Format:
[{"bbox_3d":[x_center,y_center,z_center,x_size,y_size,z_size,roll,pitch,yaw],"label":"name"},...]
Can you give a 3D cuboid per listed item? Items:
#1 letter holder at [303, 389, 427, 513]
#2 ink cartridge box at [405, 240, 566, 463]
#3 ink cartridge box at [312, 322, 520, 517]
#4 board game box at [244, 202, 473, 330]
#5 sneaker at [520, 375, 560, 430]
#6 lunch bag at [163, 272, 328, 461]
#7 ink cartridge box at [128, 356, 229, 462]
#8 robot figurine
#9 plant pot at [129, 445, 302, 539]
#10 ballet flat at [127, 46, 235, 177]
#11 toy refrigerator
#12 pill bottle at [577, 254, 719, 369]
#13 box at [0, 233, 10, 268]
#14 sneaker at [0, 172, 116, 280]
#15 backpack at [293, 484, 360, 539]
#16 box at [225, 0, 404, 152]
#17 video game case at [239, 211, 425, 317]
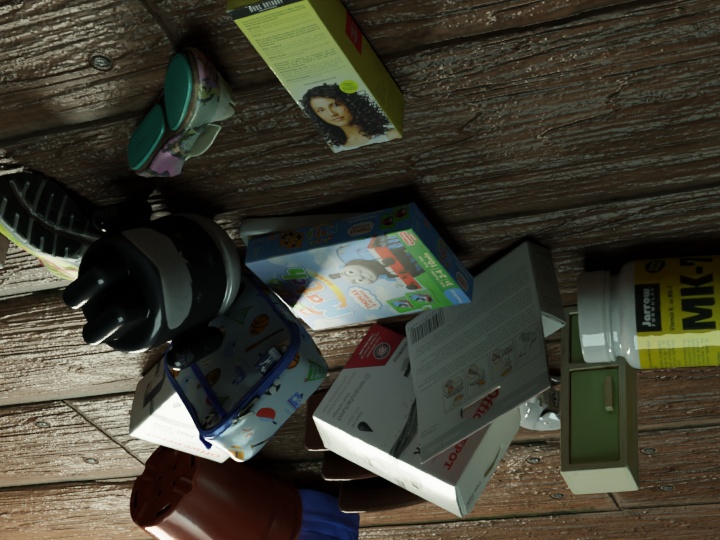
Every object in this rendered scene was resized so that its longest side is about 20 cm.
[{"bbox_3d":[0.030,0.225,1.651,0.198,0.144,0.100,-17,143,33],"label":"letter holder"},{"bbox_3d":[0.134,0.093,1.360,0.044,0.179,0.199,21,138,-34],"label":"ink cartridge box"},{"bbox_3d":[0.068,0.170,1.483,0.198,0.148,0.083,22,152,26],"label":"ink cartridge box"},{"bbox_3d":[0.000,0.000,1.352,0.197,0.037,0.151,-10,145,27],"label":"board game box"},{"bbox_3d":[0.208,0.137,1.548,0.113,0.076,0.200,13,153,-12],"label":"sneaker"},{"bbox_3d":[-0.129,0.103,1.358,0.160,0.200,0.076,-44,124,1],"label":"lunch bag"},{"bbox_3d":[-0.197,0.165,1.649,0.144,0.086,0.200,20,147,-22],"label":"ink cartridge box"},{"bbox_3d":[-0.210,0.013,1.310,0.123,0.199,0.153,13,111,29],"label":"robot figurine"},{"bbox_3d":[-0.220,0.349,1.866,0.199,0.203,0.195,-21,132,36],"label":"plant pot"},{"bbox_3d":[-0.157,-0.143,1.173,0.070,0.070,0.200,0,157,-26],"label":"ballet flat"},{"bbox_3d":[0.264,0.138,1.415,0.075,0.203,0.070,-7,146,22],"label":"toy refrigerator"},{"bbox_3d":[0.331,0.044,1.334,0.197,0.116,0.115,-5,147,16],"label":"pill bottle"},{"bbox_3d":[-0.510,-0.048,1.399,0.154,0.042,0.200,-16,141,32],"label":"box"},{"bbox_3d":[-0.328,-0.032,1.363,0.089,0.079,0.199,-14,142,41],"label":"sneaker"},{"bbox_3d":[-0.093,0.429,1.984,0.161,0.170,0.199,22,143,-40],"label":"backpack"},{"bbox_3d":[-0.033,-0.182,1.092,0.074,0.051,0.200,-11,144,25],"label":"box"},{"bbox_3d":[-0.014,-0.004,1.405,0.196,0.023,0.183,-2,148,14],"label":"video game case"}]
